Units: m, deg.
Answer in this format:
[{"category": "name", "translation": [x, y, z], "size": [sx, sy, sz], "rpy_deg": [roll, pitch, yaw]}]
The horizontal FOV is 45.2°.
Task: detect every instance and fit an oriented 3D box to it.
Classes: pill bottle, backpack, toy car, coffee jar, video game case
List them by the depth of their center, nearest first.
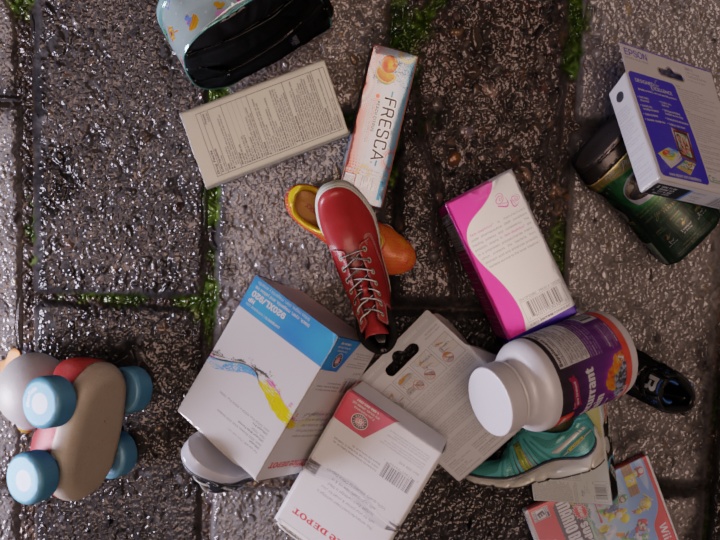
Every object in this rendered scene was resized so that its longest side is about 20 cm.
[{"category": "pill bottle", "translation": [0.232, 0.128, 1.052], "size": [0.196, 0.111, 0.114], "rpy_deg": [-16, 98, -28]}, {"category": "backpack", "translation": [-0.153, -0.325, 1.063], "size": [0.199, 0.176, 0.154], "rpy_deg": [-38, 80, 1]}, {"category": "toy car", "translation": [-0.408, 0.182, 1.118], "size": [0.196, 0.184, 0.181], "rpy_deg": [17, 96, 23]}, {"category": "coffee jar", "translation": [0.381, -0.111, 1.167], "size": [0.200, 0.085, 0.104], "rpy_deg": [44, 102, -8]}, {"category": "video game case", "translation": [0.348, 0.369, 1.247], "size": [0.196, 0.017, 0.146], "rpy_deg": [-24, 97, -2]}]

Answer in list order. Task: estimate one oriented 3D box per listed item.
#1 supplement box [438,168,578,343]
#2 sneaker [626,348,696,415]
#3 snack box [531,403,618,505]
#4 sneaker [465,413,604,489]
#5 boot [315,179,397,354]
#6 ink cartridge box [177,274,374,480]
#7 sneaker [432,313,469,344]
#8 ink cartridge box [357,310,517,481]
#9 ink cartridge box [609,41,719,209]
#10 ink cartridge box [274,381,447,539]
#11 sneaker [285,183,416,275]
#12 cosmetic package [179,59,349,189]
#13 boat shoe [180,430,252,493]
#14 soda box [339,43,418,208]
[{"category": "supplement box", "translation": [0.191, -0.016, 1.143], "size": [0.099, 0.103, 0.204], "rpy_deg": [-25, 91, -1]}, {"category": "sneaker", "translation": [0.369, 0.134, 1.178], "size": [0.196, 0.112, 0.075], "rpy_deg": [22, 93, -6]}, {"category": "snack box", "translation": [0.284, 0.217, 1.189], "size": [0.114, 0.037, 0.205], "rpy_deg": [-4, 98, 31]}, {"category": "sneaker", "translation": [0.232, 0.246, 1.171], "size": [0.197, 0.077, 0.082], "rpy_deg": [-21, 79, 25]}, {"category": "boot", "translation": [0.000, 0.000, 1.062], "size": [0.071, 0.146, 0.203], "rpy_deg": [-18, 124, 7]}, {"category": "ink cartridge box", "translation": [-0.103, 0.138, 1.102], "size": [0.143, 0.147, 0.203], "rpy_deg": [33, 93, 22]}, {"category": "sneaker", "translation": [0.135, 0.157, 1.187], "size": [0.088, 0.075, 0.202], "rpy_deg": [-34, 99, 12]}, {"category": "ink cartridge box", "translation": [0.116, 0.159, 1.141], "size": [0.200, 0.057, 0.163], "rpy_deg": [44, 117, -1]}, {"category": "ink cartridge box", "translation": [0.414, -0.185, 1.129], "size": [0.194, 0.043, 0.205], "rpy_deg": [6, 65, -32]}, {"category": "ink cartridge box", "translation": [0.002, 0.269, 1.107], "size": [0.144, 0.085, 0.203], "rpy_deg": [32, 98, 9]}, {"category": "sneaker", "translation": [-0.015, -0.048, 1.148], "size": [0.197, 0.077, 0.074], "rpy_deg": [26, 92, -8]}, {"category": "cosmetic package", "translation": [-0.122, -0.188, 1.119], "size": [0.196, 0.087, 0.106], "rpy_deg": [-19, 98, -3]}, {"category": "boat shoe", "translation": [-0.184, 0.254, 1.113], "size": [0.068, 0.200, 0.072], "rpy_deg": [-41, 72, 6]}, {"category": "soda box", "translation": [0.020, -0.187, 1.140], "size": [0.062, 0.068, 0.205], "rpy_deg": [14, 95, -6]}]
